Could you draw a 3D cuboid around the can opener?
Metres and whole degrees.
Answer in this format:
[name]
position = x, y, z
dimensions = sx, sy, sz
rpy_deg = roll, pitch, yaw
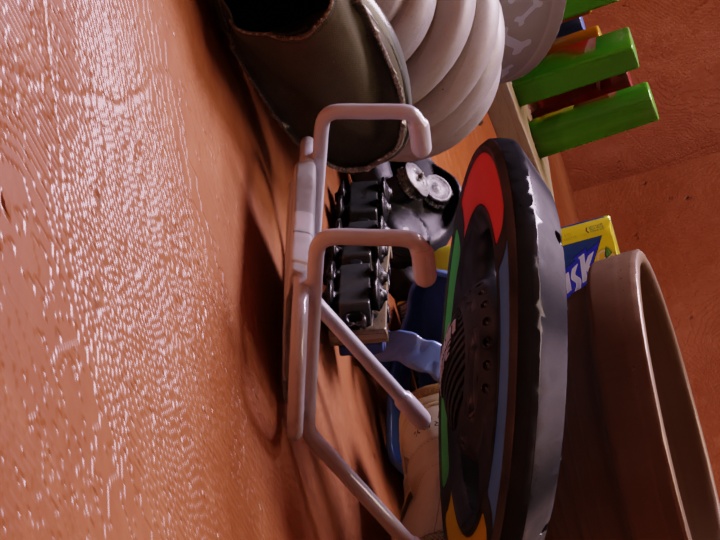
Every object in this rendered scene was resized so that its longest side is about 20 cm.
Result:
[can opener]
position = 0.008, -0.083, 1.440
dimensions = 0.063, 0.079, 0.201
rpy_deg = 7, 58, -39

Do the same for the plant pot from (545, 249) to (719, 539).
[plant pot]
position = 0.115, 0.098, 1.170
dimensions = 0.201, 0.092, 0.203
rpy_deg = -14, 90, -79

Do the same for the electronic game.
[electronic game]
position = 0.055, 0.043, 1.056
dimensions = 0.200, 0.041, 0.202
rpy_deg = -178, -90, -84

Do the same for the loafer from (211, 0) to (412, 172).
[loafer]
position = -0.035, -0.115, 1.116
dimensions = 0.201, 0.075, 0.070
rpy_deg = 58, 18, -34

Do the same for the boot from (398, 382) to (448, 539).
[boot]
position = 0.057, 0.178, 1.207
dimensions = 0.156, 0.072, 0.201
rpy_deg = -85, 166, -57

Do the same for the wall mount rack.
[wall mount rack]
position = 0.002, 0.030, 1.092
dimensions = 0.201, 0.074, 0.175
rpy_deg = -89, -179, -59

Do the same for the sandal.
[sandal]
position = 0.044, 0.092, 1.317
dimensions = 0.087, 0.079, 0.202
rpy_deg = -25, 110, -47

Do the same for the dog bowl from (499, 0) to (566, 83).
[dog bowl]
position = 0.029, -0.191, 1.375
dimensions = 0.200, 0.058, 0.201
rpy_deg = 34, -43, 38

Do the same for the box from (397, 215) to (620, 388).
[box]
position = 0.087, 0.024, 1.411
dimensions = 0.200, 0.070, 0.065
rpy_deg = 149, -74, -71

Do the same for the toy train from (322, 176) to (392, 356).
[toy train]
position = 0.000, 0.000, 1.277
dimensions = 0.200, 0.034, 0.046
rpy_deg = -85, 171, -70

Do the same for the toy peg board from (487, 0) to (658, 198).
[toy peg board]
position = 0.115, -0.177, 1.547
dimensions = 0.200, 0.097, 0.201
rpy_deg = -92, 162, -56

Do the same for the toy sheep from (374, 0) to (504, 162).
[toy sheep]
position = 0.010, -0.127, 1.236
dimensions = 0.200, 0.137, 0.139
rpy_deg = 36, 38, -54
